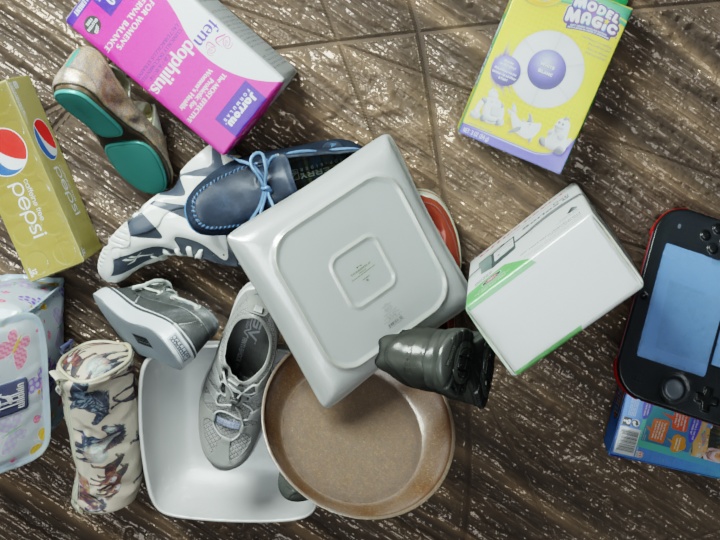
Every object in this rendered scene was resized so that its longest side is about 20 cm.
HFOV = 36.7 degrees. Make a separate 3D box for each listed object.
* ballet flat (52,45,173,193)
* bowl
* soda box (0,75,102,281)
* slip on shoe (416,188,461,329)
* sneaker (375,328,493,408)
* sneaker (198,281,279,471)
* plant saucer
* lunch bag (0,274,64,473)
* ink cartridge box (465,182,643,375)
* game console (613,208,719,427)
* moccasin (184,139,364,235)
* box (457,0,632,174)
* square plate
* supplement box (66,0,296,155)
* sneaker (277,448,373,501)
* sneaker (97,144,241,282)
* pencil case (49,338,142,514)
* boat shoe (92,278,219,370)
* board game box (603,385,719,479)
[{"bbox_3d":[-0.234,-0.152,1.084,0.067,0.200,0.068,3,65,17],"label":"ballet flat"},{"bbox_3d":[-0.136,0.166,1.184,0.197,0.075,0.203,0,105,5],"label":"bowl"},{"bbox_3d":[-0.347,-0.097,1.140,0.067,0.064,0.202,-19,102,9],"label":"soda box"},{"bbox_3d":[0.069,0.016,1.135,0.073,0.061,0.203,0,103,7],"label":"slip on shoe"},{"bbox_3d":[0.076,0.085,1.047,0.090,0.200,0.077,7,79,22],"label":"sneaker"},{"bbox_3d":[-0.127,0.111,1.090,0.074,0.082,0.202,12,104,2],"label":"sneaker"},{"bbox_3d":[-0.004,0.157,1.080,0.199,0.202,0.037,23,142,-2],"label":"plant saucer"},{"bbox_3d":[-0.378,0.109,1.125,0.125,0.200,0.172,5,104,4],"label":"lunch bag"},{"bbox_3d":[0.181,0.002,1.050,0.145,0.200,0.084,-38,96,12],"label":"ink cartridge box"},{"bbox_3d":[0.358,0.052,1.097,0.175,0.031,0.202,18,83,3],"label":"game console"},{"bbox_3d":[-0.079,-0.093,1.075,0.199,0.068,0.081,-26,101,-20],"label":"moccasin"},{"bbox_3d":[0.186,-0.211,1.075,0.116,0.048,0.202,21,103,-1],"label":"box"},{"bbox_3d":[0.000,0.000,1.061,0.199,0.028,0.199,-34,104,-18],"label":"square plate"},{"bbox_3d":[-0.172,-0.221,1.074,0.199,0.103,0.101,40,103,-7],"label":"supplement box"},{"bbox_3d":[0.004,0.205,1.142,0.198,0.076,0.092,-19,123,-29],"label":"sneaker"},{"bbox_3d":[-0.173,-0.025,1.134,0.199,0.079,0.130,-42,92,7],"label":"sneaker"},{"bbox_3d":[-0.282,0.171,1.170,0.089,0.078,0.202,-13,124,-24],"label":"pencil case"},{"bbox_3d":[-0.212,0.044,1.125,0.068,0.199,0.074,-40,116,-23],"label":"boat shoe"},{"bbox_3d":[0.374,0.140,1.148,0.198,0.045,0.154,13,104,2],"label":"board game box"}]
